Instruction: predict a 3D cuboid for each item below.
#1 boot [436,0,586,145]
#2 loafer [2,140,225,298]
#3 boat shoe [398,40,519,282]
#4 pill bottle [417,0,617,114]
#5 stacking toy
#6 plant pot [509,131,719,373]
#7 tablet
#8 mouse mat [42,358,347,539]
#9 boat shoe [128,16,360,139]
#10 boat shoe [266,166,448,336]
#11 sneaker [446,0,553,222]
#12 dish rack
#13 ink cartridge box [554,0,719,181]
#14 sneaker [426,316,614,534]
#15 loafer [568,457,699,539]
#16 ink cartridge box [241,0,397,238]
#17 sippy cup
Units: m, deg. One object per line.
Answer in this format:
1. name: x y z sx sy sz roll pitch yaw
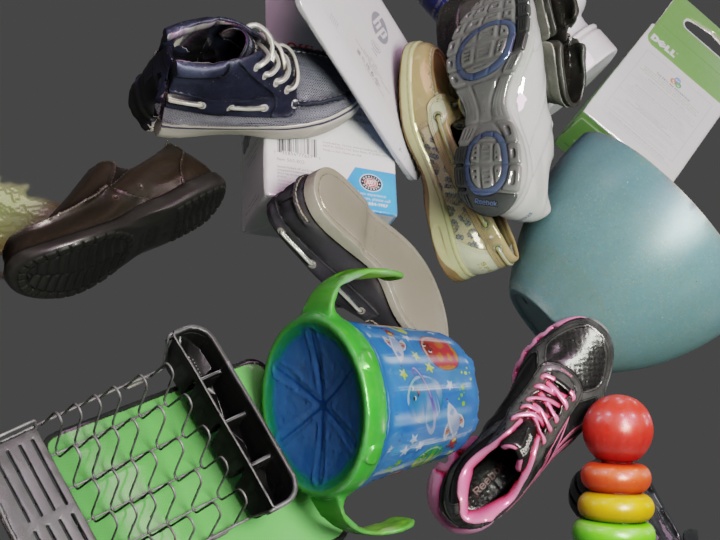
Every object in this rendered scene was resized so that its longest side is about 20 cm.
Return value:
1. boot: 0.130 -0.139 1.492 0.067 0.130 0.202 -14 101 -43
2. loafer: -0.198 -0.041 1.375 0.199 0.073 0.071 -26 66 -38
3. boat shoe: 0.081 -0.094 1.464 0.073 0.062 0.201 -10 86 -64
4. pill bottle: 0.131 -0.240 1.594 0.200 0.120 0.120 49 55 6
5. stacking toy: 0.195 0.196 1.361 0.085 0.085 0.202 4 88 -22
6. plant pot: 0.201 0.006 1.466 0.135 0.200 0.200 -41 84 -8
7. tablet: 0.008 -0.183 1.454 0.200 0.014 0.131 56 31 -35
8. mouse mat: -0.120 0.162 1.330 0.199 0.008 0.162 -19 73 -32
9. boat shoe: -0.075 -0.153 1.389 0.199 0.093 0.075 -10 67 -26
10. boat shoe: 0.000 0.000 1.421 0.200 0.062 0.073 50 37 -31
11. sneaker: 0.118 -0.130 1.426 0.087 0.074 0.201 25 65 -52
12. dish rack: -0.163 0.144 1.284 0.199 0.055 0.154 -24 75 -32
13. ink cartridge box: 0.274 -0.155 1.648 0.104 0.059 0.200 40 55 0
14. sneaker: 0.130 0.121 1.366 0.079 0.095 0.200 37 87 1
15. loafer: 0.246 0.231 1.419 0.070 0.068 0.201 -28 73 -24
16. ink cartridge box: -0.037 -0.126 1.487 0.114 0.068 0.201 9 61 -19
17. sippy cup: 0.015 0.098 1.352 0.130 0.179 0.140 -2 34 -37
